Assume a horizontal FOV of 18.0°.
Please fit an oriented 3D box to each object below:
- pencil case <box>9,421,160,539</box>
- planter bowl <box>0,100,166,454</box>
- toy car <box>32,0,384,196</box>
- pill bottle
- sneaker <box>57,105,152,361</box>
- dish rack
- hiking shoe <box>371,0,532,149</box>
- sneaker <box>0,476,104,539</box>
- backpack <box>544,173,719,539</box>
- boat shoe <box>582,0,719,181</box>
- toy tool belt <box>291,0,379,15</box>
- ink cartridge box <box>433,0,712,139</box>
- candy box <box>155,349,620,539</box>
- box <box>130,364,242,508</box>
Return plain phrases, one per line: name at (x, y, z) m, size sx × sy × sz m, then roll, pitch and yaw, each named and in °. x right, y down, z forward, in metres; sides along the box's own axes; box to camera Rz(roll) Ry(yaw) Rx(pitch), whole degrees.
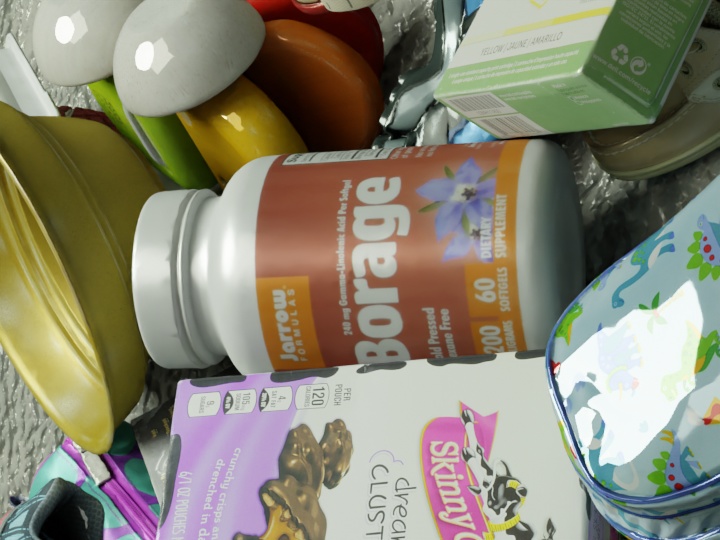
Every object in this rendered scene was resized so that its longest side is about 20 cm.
pencil case at (-0.106, 0.158, 1.215) m, size 0.085 × 0.093 × 0.200 m, roll -33°, pitch 40°, yaw -19°
planter bowl at (-0.143, -0.014, 1.163) m, size 0.201 × 0.083 × 0.201 m, roll 48°, pitch 154°, yaw 33°
toy car at (-0.065, -0.100, 1.217) m, size 0.150 × 0.176 × 0.199 m, roll -44°, pitch 36°, yaw -19°
pill bottle at (0.000, 0.000, 1.060) m, size 0.198 × 0.112 × 0.113 m, roll -3°, pitch 73°, yaw 15°
sneaker at (-0.156, -0.024, 1.340) m, size 0.082 × 0.077 × 0.201 m, roll -60°, pitch 36°, yaw 33°
dish rack at (-0.203, -0.034, 1.324) m, size 0.200 × 0.043 × 0.173 m, roll -128°, pitch 33°, yaw -62°
hiking shoe at (0.077, -0.117, 1.108) m, size 0.086 × 0.074 × 0.201 m, roll 23°, pitch 105°, yaw 18°
sneaker at (-0.135, 0.173, 1.082) m, size 0.096 × 0.079 × 0.200 m, roll -48°, pitch 44°, yaw 12°
backpack at (0.172, 0.032, 0.907) m, size 0.200 × 0.153 × 0.164 m, roll -48°, pitch 51°, yaw 43°
boat shoe at (0.162, -0.114, 1.006) m, size 0.200 × 0.065 × 0.073 m, roll -40°, pitch 51°, yaw 35°
toy tool belt at (0.008, -0.238, 1.130) m, size 0.200 × 0.123 × 0.125 m, roll -48°, pitch 38°, yaw -11°
ink cartridge box at (0.122, -0.155, 1.003) m, size 0.201 × 0.048 × 0.145 m, roll -63°, pitch 20°, yaw -11°
candy box at (0.012, 0.128, 0.996) m, size 0.198 × 0.072 × 0.169 m, roll -6°, pitch 57°, yaw 17°
box at (-0.008, 0.121, 1.087) m, size 0.157 × 0.050 × 0.201 m, roll -29°, pitch 52°, yaw 4°
